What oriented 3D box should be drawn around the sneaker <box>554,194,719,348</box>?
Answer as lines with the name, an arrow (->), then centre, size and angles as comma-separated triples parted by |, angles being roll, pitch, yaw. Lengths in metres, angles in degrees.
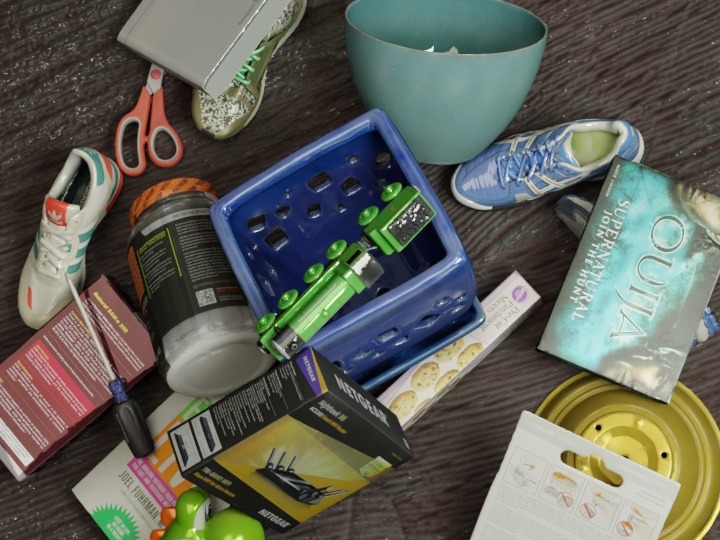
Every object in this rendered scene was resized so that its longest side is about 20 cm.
sneaker -> 0.254, 0.009, 1.474 | 0.085, 0.077, 0.200 | -44, 75, 3

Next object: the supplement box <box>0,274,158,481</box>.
supplement box -> -0.300, 0.109, 1.544 | 0.200, 0.061, 0.109 | -40, 87, 0

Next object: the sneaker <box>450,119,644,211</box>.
sneaker -> 0.184, -0.114, 1.508 | 0.199, 0.077, 0.076 | -18, 78, 7

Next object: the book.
book -> -0.177, 0.203, 1.525 | 0.200, 0.048, 0.134 | -44, 71, 0

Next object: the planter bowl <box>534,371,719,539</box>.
planter bowl -> 0.249, 0.184, 1.433 | 0.199, 0.083, 0.202 | -2, 79, 10

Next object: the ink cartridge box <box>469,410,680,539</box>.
ink cartridge box -> 0.193, 0.241, 1.405 | 0.159, 0.047, 0.201 | 24, 112, 14

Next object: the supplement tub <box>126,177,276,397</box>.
supplement tub -> -0.162, 0.014, 1.504 | 0.122, 0.123, 0.201 | -23, 60, 4

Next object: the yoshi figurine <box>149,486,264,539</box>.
yoshi figurine -> -0.139, 0.310, 1.446 | 0.111, 0.112, 0.201 | -1, 94, -27

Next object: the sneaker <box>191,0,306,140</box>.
sneaker -> -0.121, -0.233, 1.571 | 0.077, 0.089, 0.201 | 25, 84, 1

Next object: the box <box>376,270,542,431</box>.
box -> 0.096, 0.083, 1.502 | 0.200, 0.039, 0.041 | -42, 76, 0

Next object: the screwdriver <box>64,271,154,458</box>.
screwdriver -> -0.252, 0.094, 1.493 | 0.028, 0.029, 0.201 | -23, 102, -4

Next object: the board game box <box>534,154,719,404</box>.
board game box -> 0.264, 0.009, 1.422 | 0.135, 0.028, 0.201 | 22, 84, 4

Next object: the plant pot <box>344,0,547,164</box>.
plant pot -> 0.078, -0.185, 1.500 | 0.199, 0.200, 0.136 | 11, 118, 12

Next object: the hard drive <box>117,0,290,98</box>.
hard drive -> -0.166, -0.263, 1.567 | 0.132, 0.027, 0.200 | -54, 42, -3

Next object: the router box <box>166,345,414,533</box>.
router box -> -0.060, 0.162, 1.399 | 0.157, 0.200, 0.052 | -32, 56, 11

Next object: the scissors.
scissors -> -0.229, -0.199, 1.622 | 0.073, 0.014, 0.201 | -3, 79, 0

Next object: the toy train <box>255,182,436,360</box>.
toy train -> -0.013, 0.003, 1.312 | 0.200, 0.056, 0.042 | -47, 119, -5

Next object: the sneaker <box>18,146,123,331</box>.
sneaker -> -0.315, -0.038, 1.568 | 0.070, 0.093, 0.201 | 21, 82, 13

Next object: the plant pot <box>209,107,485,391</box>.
plant pot -> 0.000, 0.000, 1.445 | 0.199, 0.180, 0.201 | -30, 59, 4
